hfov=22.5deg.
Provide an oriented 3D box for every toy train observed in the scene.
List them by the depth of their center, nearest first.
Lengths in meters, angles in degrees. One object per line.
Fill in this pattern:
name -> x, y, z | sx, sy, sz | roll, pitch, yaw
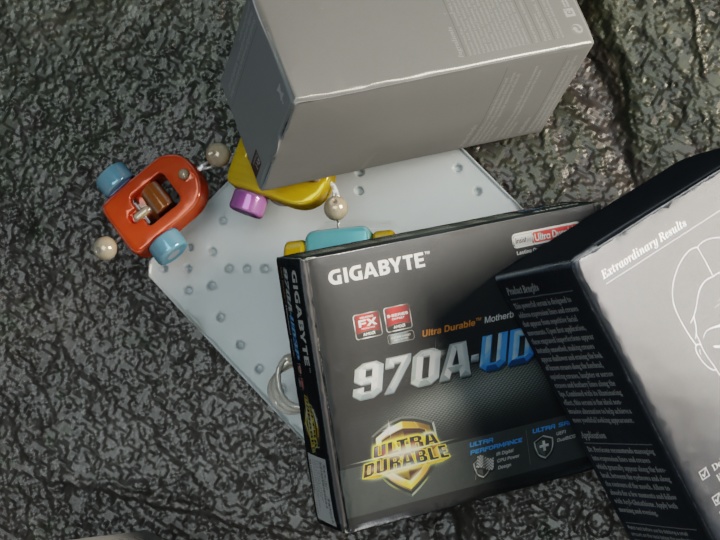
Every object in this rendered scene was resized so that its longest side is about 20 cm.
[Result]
toy train -> -0.063, -0.013, 1.122 | 0.150, 0.056, 0.200 | -44, 77, 2

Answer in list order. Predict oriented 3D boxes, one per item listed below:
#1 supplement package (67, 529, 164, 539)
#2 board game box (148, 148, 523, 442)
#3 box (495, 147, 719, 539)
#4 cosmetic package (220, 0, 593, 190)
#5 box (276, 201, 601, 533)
supplement package -> -0.122, 0.254, 1.048 | 0.150, 0.200, 0.153 | 26, 88, 10
board game box -> 0.000, 0.000, 1.150 | 0.200, 0.026, 0.200 | -45, 80, 0
box -> 0.197, 0.051, 1.032 | 0.148, 0.107, 0.201 | -30, 96, -20
cosmetic package -> 0.026, -0.123, 1.078 | 0.198, 0.107, 0.091 | -10, 66, -22
box -> 0.058, 0.053, 1.066 | 0.198, 0.046, 0.161 | -10, 96, -23
